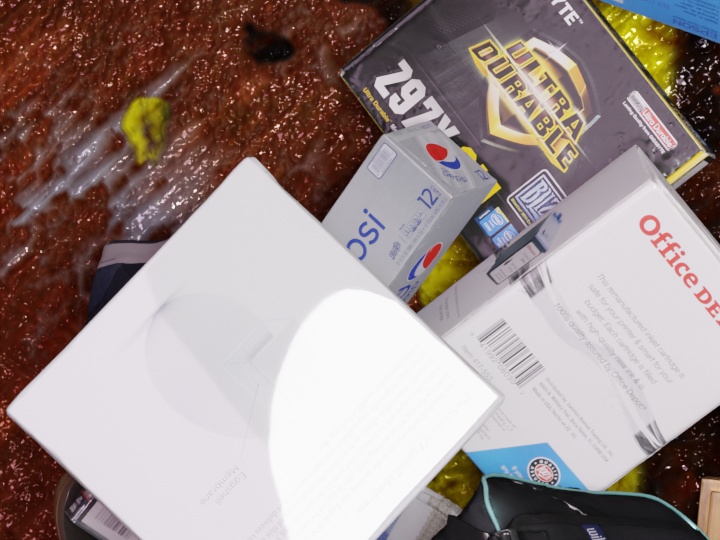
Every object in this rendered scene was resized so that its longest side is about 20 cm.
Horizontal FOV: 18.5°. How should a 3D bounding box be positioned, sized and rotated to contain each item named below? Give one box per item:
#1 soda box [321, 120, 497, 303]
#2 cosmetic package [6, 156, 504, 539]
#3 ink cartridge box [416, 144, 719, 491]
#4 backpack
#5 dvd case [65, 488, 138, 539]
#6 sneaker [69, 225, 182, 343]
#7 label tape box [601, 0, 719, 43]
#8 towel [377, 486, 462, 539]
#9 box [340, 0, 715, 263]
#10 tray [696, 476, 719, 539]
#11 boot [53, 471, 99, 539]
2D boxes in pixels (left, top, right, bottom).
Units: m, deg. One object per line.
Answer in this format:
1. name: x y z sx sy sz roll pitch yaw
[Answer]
1. soda box: 0.000 0.000 1.427 0.063 0.068 0.200 43 118 14
2. cosmetic package: -0.059 0.079 1.272 0.200 0.123 0.199 44 85 3
3. ink cartridge box: 0.142 0.043 1.375 0.200 0.086 0.146 -38 105 10
4. backpack: 0.138 0.220 1.314 0.153 0.200 0.176 -57 46 37
5. dvd case: -0.069 0.110 1.381 0.146 0.022 0.200 37 88 -29
6. sneaker: -0.128 0.050 1.429 0.202 0.077 0.146 -10 54 57
7. label tape box: 0.208 -0.257 1.397 0.144 0.063 0.200 22 68 17
8. towel: 0.053 0.231 1.453 0.200 0.024 0.147 33 99 17
9. box: 0.107 -0.102 1.439 0.160 0.049 0.200 -39 78 13
10. tray: 0.255 0.235 1.385 0.098 0.037 0.200 6 88 17
11. boot: -0.169 0.184 1.441 0.075 0.200 0.074 32 65 34
